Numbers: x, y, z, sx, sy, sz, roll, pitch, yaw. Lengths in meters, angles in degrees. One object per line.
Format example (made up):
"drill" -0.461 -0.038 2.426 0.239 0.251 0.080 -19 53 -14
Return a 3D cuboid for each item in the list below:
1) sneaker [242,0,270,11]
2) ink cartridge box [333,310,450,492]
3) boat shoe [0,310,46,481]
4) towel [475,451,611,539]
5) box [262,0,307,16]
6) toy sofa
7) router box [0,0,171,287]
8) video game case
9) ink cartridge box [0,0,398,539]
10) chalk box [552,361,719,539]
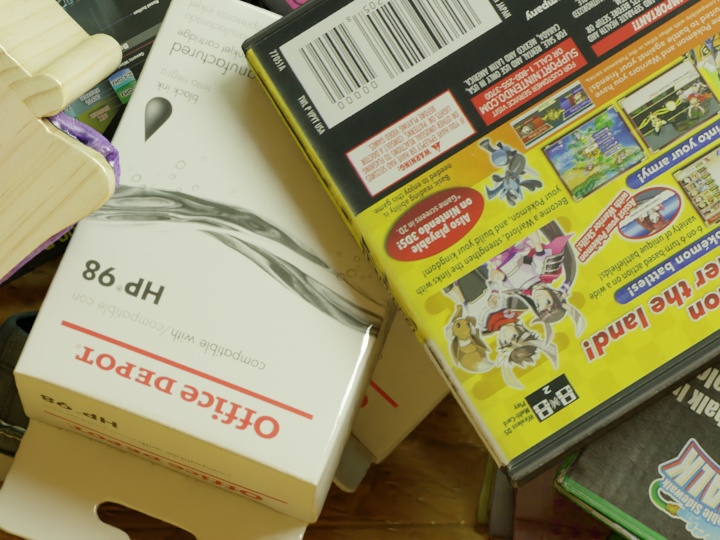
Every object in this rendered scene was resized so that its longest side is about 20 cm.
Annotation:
"sneaker" -0.096 -0.133 1.311 0.199 0.076 0.079 -5 28 -35
"ink cartridge box" 0.000 0.000 1.003 0.117 0.067 0.200 43 22 -2
"boat shoe" -0.070 0.035 0.982 0.199 0.062 0.073 -12 31 -45
"towel" 0.151 0.053 0.995 0.199 0.144 0.023 9 -14 -6
"box" 0.041 -0.151 1.260 0.200 0.132 0.115 48 28 -2
"toy sofa" -0.170 -0.015 0.884 0.098 0.200 0.083 46 16 -5
"router box" -0.149 -0.078 0.971 0.199 0.150 0.062 -28 31 1
"video game case" 0.088 -0.054 0.846 0.181 0.200 0.026 58 -1 13
"ink cartridge box" -0.047 0.012 0.883 0.115 0.201 0.067 20 -18 3
"chalk box" 0.149 0.064 0.902 0.125 0.200 0.124 33 -1 7
